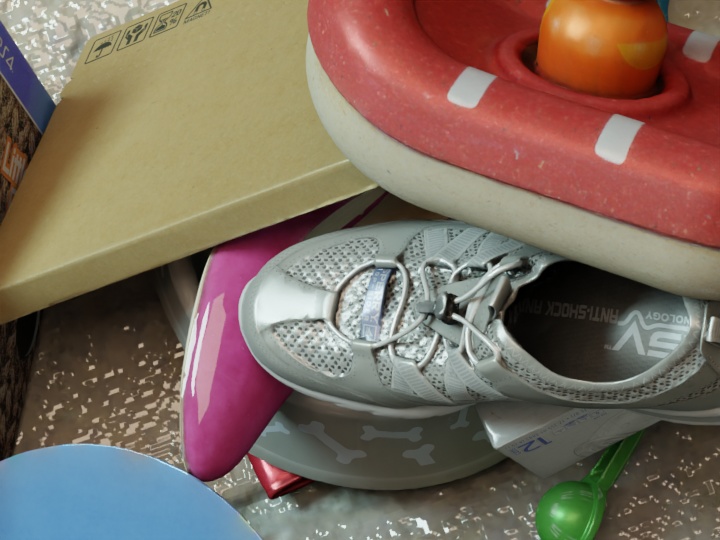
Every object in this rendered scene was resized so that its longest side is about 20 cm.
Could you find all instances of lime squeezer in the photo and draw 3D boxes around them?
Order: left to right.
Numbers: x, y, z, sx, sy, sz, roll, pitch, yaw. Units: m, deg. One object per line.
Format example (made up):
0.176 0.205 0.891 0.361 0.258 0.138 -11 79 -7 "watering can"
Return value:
0.063 0.097 1.109 0.200 0.038 0.071 -31 89 -6 "lime squeezer"

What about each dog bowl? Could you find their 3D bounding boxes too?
0.008 -0.013 1.137 0.199 0.059 0.201 -1 68 2 "dog bowl"

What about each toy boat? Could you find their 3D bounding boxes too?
0.081 -0.082 0.939 0.200 0.131 0.131 19 117 14 "toy boat"

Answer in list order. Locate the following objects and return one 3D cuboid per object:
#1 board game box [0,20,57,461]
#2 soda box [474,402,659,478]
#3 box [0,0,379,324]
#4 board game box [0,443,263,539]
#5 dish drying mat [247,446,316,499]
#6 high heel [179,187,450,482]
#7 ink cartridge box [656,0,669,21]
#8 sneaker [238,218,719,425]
-0.197 0.005 1.127 0.097 0.159 0.201 7 73 11 "board game box"
0.132 0.001 1.029 0.200 0.063 0.068 -28 68 12 "soda box"
-0.054 -0.064 1.092 0.200 0.021 0.164 -18 36 33 "box"
-0.094 0.166 1.057 0.158 0.039 0.201 10 93 24 "board game box"
-0.047 -0.004 1.178 0.077 0.018 0.200 -26 69 -5 "dish drying mat"
0.000 0.000 1.066 0.096 0.067 0.200 12 55 17 "high heel"
0.059 -0.210 1.134 0.147 0.200 0.145 8 73 12 "ink cartridge box"
0.047 0.011 0.978 0.199 0.082 0.075 1 78 20 "sneaker"
